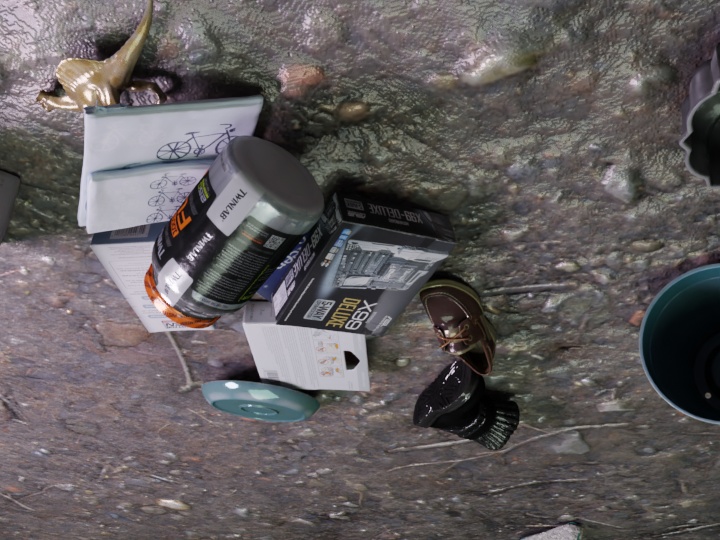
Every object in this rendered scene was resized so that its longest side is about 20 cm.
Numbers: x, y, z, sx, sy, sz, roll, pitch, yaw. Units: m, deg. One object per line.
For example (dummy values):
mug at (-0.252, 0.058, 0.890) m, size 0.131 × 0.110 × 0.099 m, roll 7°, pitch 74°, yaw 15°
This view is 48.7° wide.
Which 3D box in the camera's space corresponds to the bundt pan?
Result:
bundt pan at (0.398, -0.161, 0.744) m, size 0.202 × 0.076 × 0.202 m, roll 2°, pitch 144°, yaw 1°

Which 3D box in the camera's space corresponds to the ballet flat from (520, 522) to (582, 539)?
ballet flat at (0.440, 0.644, 1.861) m, size 0.072 × 0.072 × 0.200 m, roll 19°, pitch 142°, yaw -21°

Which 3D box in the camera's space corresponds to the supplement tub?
supplement tub at (-0.141, -0.036, 0.853) m, size 0.122 × 0.123 × 0.200 m, roll 27°, pitch 120°, yaw -29°

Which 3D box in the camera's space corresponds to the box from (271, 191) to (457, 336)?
box at (0.000, 0.000, 0.979) m, size 0.158 × 0.050 × 0.200 m, roll 10°, pitch 137°, yaw -28°

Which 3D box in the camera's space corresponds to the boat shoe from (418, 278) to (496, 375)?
boat shoe at (0.140, 0.084, 1.107) m, size 0.072 × 0.072 × 0.200 m, roll -14°, pitch 141°, yaw 22°

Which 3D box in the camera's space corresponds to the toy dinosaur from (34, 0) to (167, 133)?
toy dinosaur at (-0.246, -0.181, 0.788) m, size 0.200 × 0.058 × 0.101 m, roll -24°, pitch 135°, yaw 32°

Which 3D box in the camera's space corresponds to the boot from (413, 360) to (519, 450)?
boot at (0.192, 0.220, 1.281) m, size 0.158 × 0.080 × 0.211 m, roll 19°, pitch 152°, yaw -10°

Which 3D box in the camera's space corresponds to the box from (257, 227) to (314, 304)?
box at (-0.101, -0.022, 0.989) m, size 0.121 × 0.032 × 0.200 m, roll -29°, pitch 139°, yaw 19°

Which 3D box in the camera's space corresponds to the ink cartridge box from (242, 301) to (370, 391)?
ink cartridge box at (-0.075, 0.117, 1.197) m, size 0.173 × 0.044 × 0.200 m, roll 0°, pitch 144°, yaw 4°

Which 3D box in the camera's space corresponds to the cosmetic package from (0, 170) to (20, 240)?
cosmetic package at (-0.516, -0.017, 0.915) m, size 0.165 × 0.200 × 0.165 m, roll 20°, pitch 140°, yaw -22°

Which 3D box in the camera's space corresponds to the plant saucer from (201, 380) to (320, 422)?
plant saucer at (-0.167, 0.222, 1.322) m, size 0.200 × 0.027 × 0.200 m, roll 6°, pitch 159°, yaw 2°

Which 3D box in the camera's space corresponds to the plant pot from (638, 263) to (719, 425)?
plant pot at (0.486, 0.112, 1.033) m, size 0.200 × 0.200 × 0.188 m, roll -17°, pitch 155°, yaw 26°

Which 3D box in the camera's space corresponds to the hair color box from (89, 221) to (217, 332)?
hair color box at (-0.261, 0.003, 1.041) m, size 0.099 × 0.061 × 0.200 m, roll -3°, pitch 143°, yaw 9°

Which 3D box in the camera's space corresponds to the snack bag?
snack bag at (-0.198, -0.111, 0.842) m, size 0.188 × 0.021 × 0.200 m, roll -10°, pitch 153°, yaw -27°
